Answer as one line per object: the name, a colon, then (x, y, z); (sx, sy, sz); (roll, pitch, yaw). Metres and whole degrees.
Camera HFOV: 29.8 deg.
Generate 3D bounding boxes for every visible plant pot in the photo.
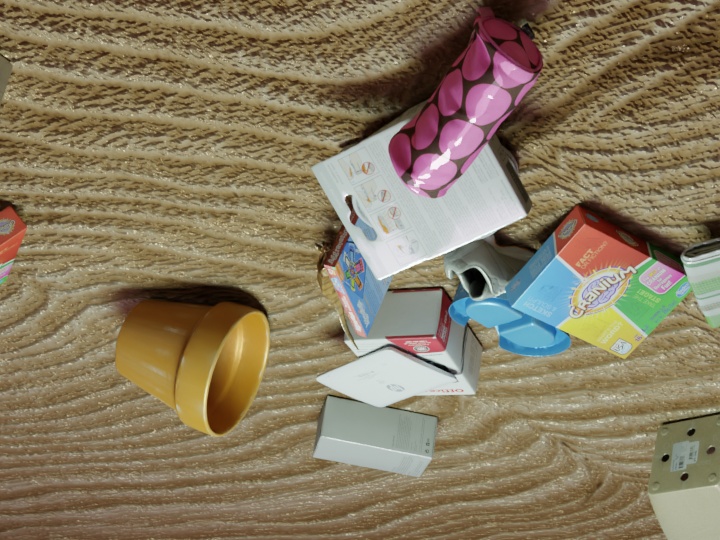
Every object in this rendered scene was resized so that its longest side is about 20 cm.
plant pot: (0.578, 0.343, 2.195); (0.200, 0.200, 0.177); (-17, 132, 41)
plant pot: (-0.264, 0.129, 2.057); (0.183, 0.201, 0.200); (17, 156, 19)

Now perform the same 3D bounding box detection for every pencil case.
pencil case: (0.103, -0.170, 1.396); (0.091, 0.094, 0.200); (-19, 153, -52)

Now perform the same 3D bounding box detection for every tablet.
tablet: (0.037, 0.162, 2.015); (0.130, 0.014, 0.200); (25, 151, -26)

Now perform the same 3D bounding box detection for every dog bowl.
dog bowl: (0.213, 0.059, 1.906); (0.200, 0.050, 0.111); (29, 147, -34)

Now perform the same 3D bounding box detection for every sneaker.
sneaker: (0.176, 0.009, 1.775); (0.200, 0.092, 0.076); (28, 149, -32)

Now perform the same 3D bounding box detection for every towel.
towel: (0.494, 0.004, 1.712); (0.149, 0.031, 0.200); (-15, 148, 16)

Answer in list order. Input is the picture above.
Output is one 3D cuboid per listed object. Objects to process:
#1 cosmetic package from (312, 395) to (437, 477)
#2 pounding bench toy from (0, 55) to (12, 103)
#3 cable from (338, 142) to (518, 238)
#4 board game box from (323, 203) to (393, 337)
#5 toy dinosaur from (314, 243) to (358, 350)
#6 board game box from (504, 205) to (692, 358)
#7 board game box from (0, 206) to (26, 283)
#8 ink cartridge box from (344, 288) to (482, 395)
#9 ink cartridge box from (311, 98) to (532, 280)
cosmetic package: (0.024, 0.293, 2.370); (0.199, 0.085, 0.108); (13, 152, -6)
pounding bench toy: (-0.520, -0.220, 1.519); (0.156, 0.125, 0.200); (-14, 145, 36)
cable: (0.087, -0.101, 1.617); (0.200, 0.069, 0.200); (26, 148, -29)
board game box: (0.000, 0.000, 1.800); (0.019, 0.103, 0.200); (14, 155, 20)
toy dinosaur: (-0.039, 0.017, 1.842); (0.060, 0.106, 0.200); (2, 152, 12)
board game box: (0.310, 0.019, 1.737); (0.200, 0.040, 0.153); (24, 121, -26)
board game box: (-0.561, 0.003, 1.921); (0.040, 0.153, 0.200); (49, 148, 2)
ink cartridge box: (0.082, 0.111, 2.006); (0.146, 0.083, 0.200); (-4, 150, 23)
ink cartridge box: (0.069, -0.097, 1.521); (0.200, 0.047, 0.160); (-24, 106, 24)
